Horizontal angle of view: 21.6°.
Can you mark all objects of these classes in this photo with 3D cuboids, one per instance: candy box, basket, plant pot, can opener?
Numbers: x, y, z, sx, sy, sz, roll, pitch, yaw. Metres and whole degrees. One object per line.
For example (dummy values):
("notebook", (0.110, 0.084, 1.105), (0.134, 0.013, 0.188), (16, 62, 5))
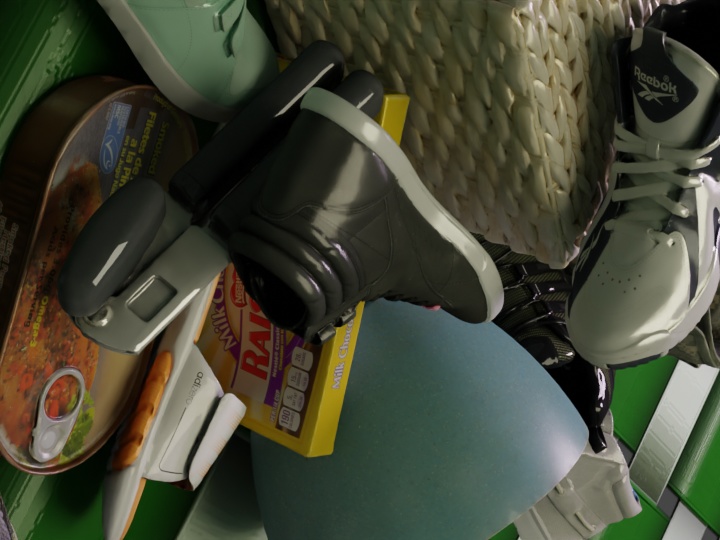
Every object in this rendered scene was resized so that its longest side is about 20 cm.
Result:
("candy box", (-0.039, -0.010, 1.019), (0.026, 0.102, 0.201), (-4, 110, -50))
("basket", (0.070, -0.141, 1.020), (0.161, 0.198, 0.200), (-48, 143, -27))
("plant pot", (0.014, 0.084, 1.100), (0.200, 0.200, 0.135), (-38, 102, -40))
("can opener", (-0.066, -0.042, 0.907), (0.200, 0.053, 0.067), (-46, 164, -20))

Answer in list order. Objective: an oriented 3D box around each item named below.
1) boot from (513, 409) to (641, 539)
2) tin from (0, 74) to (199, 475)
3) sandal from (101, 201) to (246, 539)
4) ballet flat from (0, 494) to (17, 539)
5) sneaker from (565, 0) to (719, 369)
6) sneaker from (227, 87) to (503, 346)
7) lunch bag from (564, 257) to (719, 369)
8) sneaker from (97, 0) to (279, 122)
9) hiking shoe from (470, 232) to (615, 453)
("boot", (0.126, 0.109, 1.302), (0.095, 0.074, 0.200), (-25, 124, 6))
("tin", (-0.140, 0.002, 0.935), (0.112, 0.042, 0.201), (9, 100, -54))
("sandal", (-0.084, 0.055, 0.999), (0.079, 0.059, 0.207), (-160, -90, -78))
("ballet flat", (-0.187, 0.139, 0.910), (0.072, 0.072, 0.201), (-50, 156, -27))
("sneaker", (0.148, -0.059, 0.941), (0.199, 0.079, 0.130), (-54, 143, -12))
("sneaker", (0.000, 0.000, 0.935), (0.099, 0.071, 0.200), (-54, 142, -7))
("lunch bag", (0.177, -0.029, 1.275), (0.118, 0.163, 0.201), (-43, 140, -44))
("sneaker", (-0.056, -0.142, 0.891), (0.200, 0.118, 0.074), (47, 32, -54))
("hiking shoe", (0.104, 0.022, 1.194), (0.076, 0.101, 0.200), (-36, 109, 12))
